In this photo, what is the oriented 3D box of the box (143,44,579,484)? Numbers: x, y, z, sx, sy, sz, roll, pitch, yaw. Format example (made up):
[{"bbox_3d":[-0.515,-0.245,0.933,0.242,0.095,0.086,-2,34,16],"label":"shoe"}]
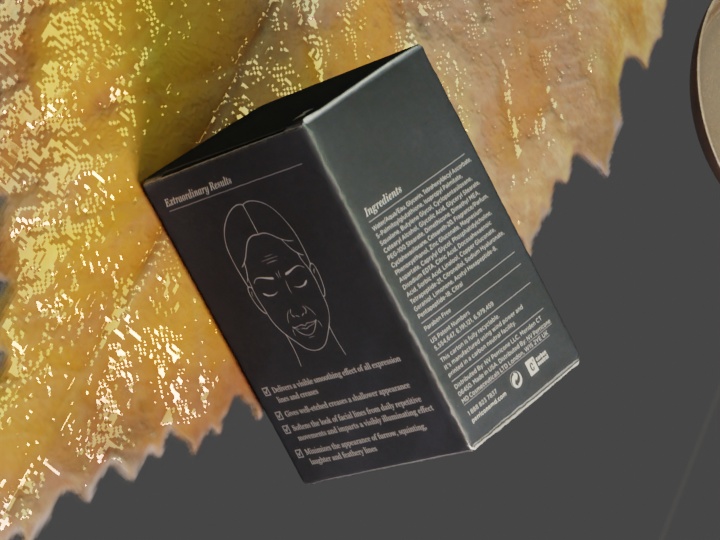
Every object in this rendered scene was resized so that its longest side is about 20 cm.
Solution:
[{"bbox_3d":[0.000,0.000,1.429,0.107,0.148,0.200,-37,104,-39],"label":"box"}]

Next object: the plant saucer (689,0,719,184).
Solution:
[{"bbox_3d":[0.290,-0.110,1.776,0.200,0.032,0.201,10,73,-37],"label":"plant saucer"}]
